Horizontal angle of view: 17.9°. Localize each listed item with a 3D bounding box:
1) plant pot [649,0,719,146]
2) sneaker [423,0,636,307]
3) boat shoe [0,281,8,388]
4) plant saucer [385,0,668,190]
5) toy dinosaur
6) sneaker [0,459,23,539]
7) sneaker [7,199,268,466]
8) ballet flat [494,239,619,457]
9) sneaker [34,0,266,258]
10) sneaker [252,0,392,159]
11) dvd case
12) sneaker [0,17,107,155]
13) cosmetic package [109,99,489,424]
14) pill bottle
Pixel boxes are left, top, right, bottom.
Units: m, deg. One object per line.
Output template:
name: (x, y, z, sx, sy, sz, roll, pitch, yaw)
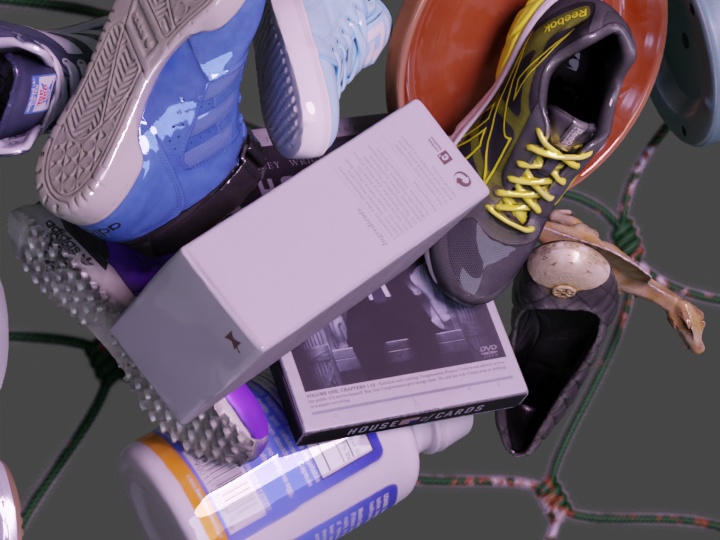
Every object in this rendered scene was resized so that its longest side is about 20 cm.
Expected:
plant pot: (0.278, -0.166, 1.449, 0.187, 0.200, 0.201, -16, 105, -12)
sneaker: (0.095, -0.071, 1.318, 0.074, 0.085, 0.201, 19, 97, -20)
boat shoe: (-0.253, 0.086, 1.280, 0.071, 0.063, 0.201, 48, 49, -55)
plant saucer: (0.098, -0.134, 1.373, 0.199, 0.032, 0.201, -17, 123, -27)
toy dinosaur: (0.137, -0.013, 1.442, 0.199, 0.101, 0.058, 27, 84, -24)
sneaker: (-0.260, 0.201, 1.297, 0.108, 0.070, 0.201, 8, 97, -29)
sneaker: (-0.104, 0.016, 1.309, 0.099, 0.070, 0.200, -35, 77, -31)
ballet flat: (0.120, 0.048, 1.409, 0.066, 0.200, 0.057, 10, 55, 4)
sneaker: (-0.086, -0.101, 1.239, 0.111, 0.077, 0.201, 31, 87, -51)
sneaker: (-0.018, -0.135, 1.294, 0.081, 0.201, 0.074, 0, 131, -10)
dvd case: (0.000, 0.000, 1.358, 0.150, 0.025, 0.201, -9, 65, -26)
sneaker: (-0.160, -0.102, 1.266, 0.199, 0.108, 0.070, 4, 105, -25)
cosmetic package: (-0.032, -0.007, 1.256, 0.071, 0.101, 0.200, 52, 49, 4)
pill bottle: (-0.035, 0.109, 1.371, 0.199, 0.112, 0.113, -29, 109, -21)
